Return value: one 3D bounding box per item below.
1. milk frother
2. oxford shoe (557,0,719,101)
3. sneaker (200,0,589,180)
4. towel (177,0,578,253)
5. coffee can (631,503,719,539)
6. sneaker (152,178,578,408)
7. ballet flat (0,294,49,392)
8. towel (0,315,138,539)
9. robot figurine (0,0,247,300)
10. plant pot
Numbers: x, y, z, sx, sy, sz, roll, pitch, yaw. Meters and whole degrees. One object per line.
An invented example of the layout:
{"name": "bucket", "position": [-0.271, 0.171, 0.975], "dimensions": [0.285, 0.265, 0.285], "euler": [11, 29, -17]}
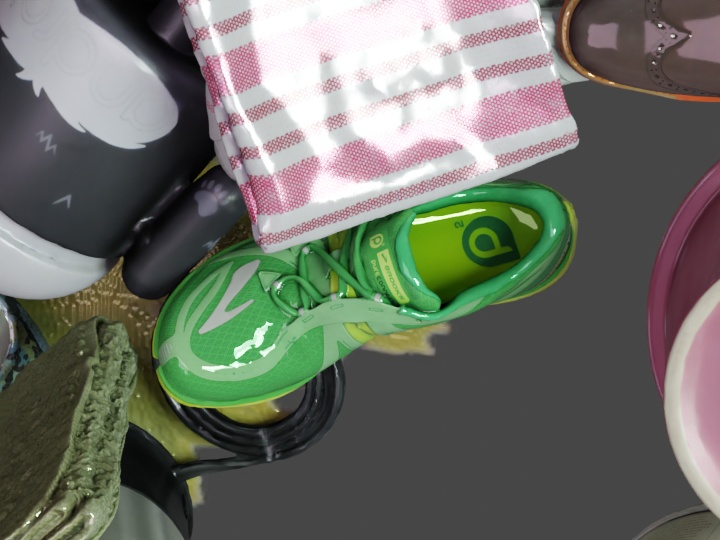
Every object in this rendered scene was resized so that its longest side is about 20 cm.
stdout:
{"name": "milk frother", "position": [-0.093, 0.111, 1.282], "dimensions": [0.180, 0.188, 0.200], "euler": [4, 107, -9]}
{"name": "oxford shoe", "position": [0.182, -0.104, 1.174], "dimensions": [0.200, 0.073, 0.071], "euler": [-4, 101, 3]}
{"name": "sneaker", "position": [0.023, -0.082, 1.240], "dimensions": [0.200, 0.078, 0.099], "euler": [-5, 123, -12]}
{"name": "towel", "position": [0.000, -0.117, 1.157], "dimensions": [0.146, 0.030, 0.200], "euler": [-20, 108, -9]}
{"name": "coffee can", "position": [0.143, 0.195, 1.211], "dimensions": [0.146, 0.200, 0.146], "euler": [4, 104, 19]}
{"name": "sneaker", "position": [0.000, 0.000, 1.249], "dimensions": [0.200, 0.084, 0.074], "euler": [-22, 80, -5]}
{"name": "ballet flat", "position": [-0.219, 0.006, 1.320], "dimensions": [0.200, 0.074, 0.074], "euler": [41, 113, -15]}
{"name": "towel", "position": [-0.155, 0.103, 1.205], "dimensions": [0.148, 0.200, 0.036], "euler": [-39, 109, 14]}
{"name": "robot figurine", "position": [-0.123, -0.077, 1.290], "dimensions": [0.125, 0.150, 0.200], "euler": [28, 116, -31]}
{"name": "plant pot", "position": [0.206, 0.035, 1.166], "dimensions": [0.200, 0.179, 0.200], "euler": [4, 103, 18]}
